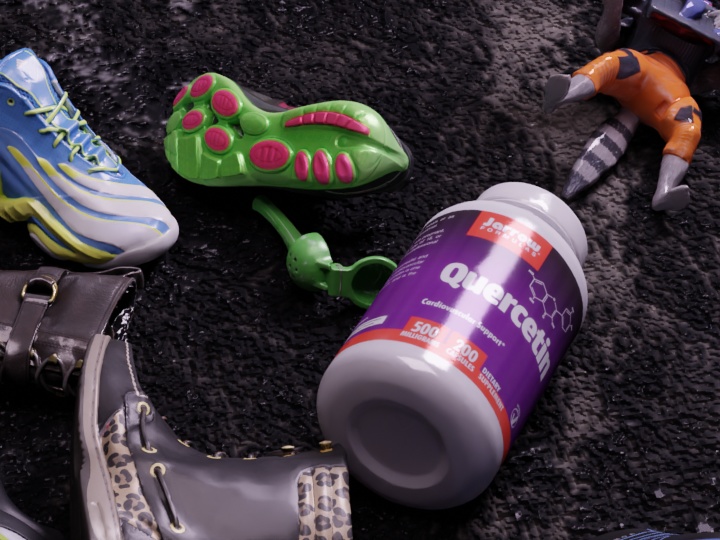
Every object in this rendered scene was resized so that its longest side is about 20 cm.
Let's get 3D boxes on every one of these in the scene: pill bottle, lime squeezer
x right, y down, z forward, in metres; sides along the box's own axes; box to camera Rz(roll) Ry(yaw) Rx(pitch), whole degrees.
[{"bbox_3d":[0.061,0.037,1.522,0.112,0.113,0.200,14,43,20],"label":"pill bottle"},{"bbox_3d":[0.000,0.000,1.642,0.199,0.038,0.070,19,13,26],"label":"lime squeezer"}]

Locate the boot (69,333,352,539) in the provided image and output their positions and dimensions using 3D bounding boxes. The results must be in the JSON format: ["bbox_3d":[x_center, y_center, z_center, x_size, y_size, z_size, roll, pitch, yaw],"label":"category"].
[{"bbox_3d":[-0.086,0.113,1.462,0.149,0.074,0.201,2,34,-9],"label":"boot"}]

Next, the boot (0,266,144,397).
[{"bbox_3d":[-0.230,0.049,1.564,0.173,0.070,0.201,11,43,12],"label":"boot"}]

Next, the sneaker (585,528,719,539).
[{"bbox_3d":[0.164,0.161,1.355,0.199,0.071,0.078,-10,14,33],"label":"sneaker"}]

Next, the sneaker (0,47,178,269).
[{"bbox_3d":[-0.202,-0.076,1.682,0.199,0.106,0.076,24,46,30],"label":"sneaker"}]

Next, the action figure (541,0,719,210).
[{"bbox_3d":[0.168,-0.141,1.743,0.199,0.105,0.194,32,40,2],"label":"action figure"}]

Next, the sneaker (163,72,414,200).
[{"bbox_3d":[-0.050,-0.077,1.711,0.199,0.084,0.077,16,84,39],"label":"sneaker"}]

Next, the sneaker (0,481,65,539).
[{"bbox_3d":[-0.243,0.139,1.471,0.199,0.072,0.083,29,28,27],"label":"sneaker"}]
